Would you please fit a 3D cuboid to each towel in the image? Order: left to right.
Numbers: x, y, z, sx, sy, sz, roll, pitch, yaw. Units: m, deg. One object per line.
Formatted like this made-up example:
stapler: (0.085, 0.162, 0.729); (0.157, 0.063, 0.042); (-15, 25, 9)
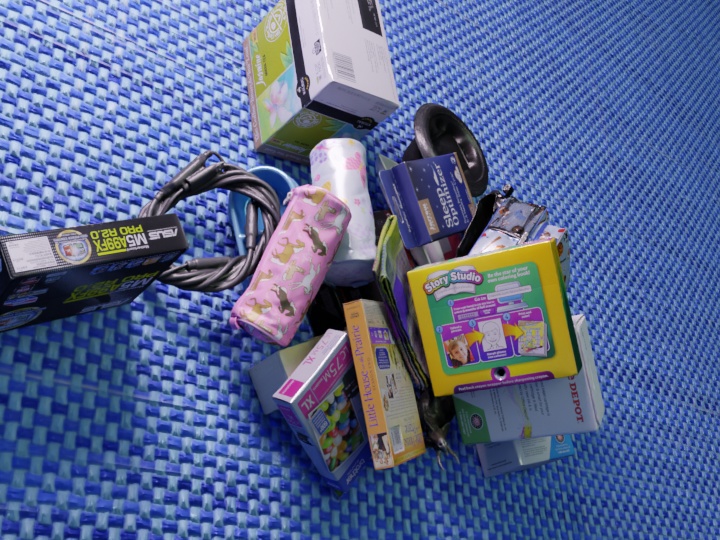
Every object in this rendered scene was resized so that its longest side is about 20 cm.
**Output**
towel: (0.064, 0.042, 1.120); (0.145, 0.022, 0.202); (-74, 148, -54)

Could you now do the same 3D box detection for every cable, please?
cable: (-0.194, -0.049, 1.041); (0.163, 0.051, 0.200); (42, 62, -1)

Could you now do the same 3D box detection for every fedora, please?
fedora: (0.134, -0.190, 1.419); (0.199, 0.091, 0.203); (32, 43, -35)

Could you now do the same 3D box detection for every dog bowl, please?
dog bowl: (-0.119, -0.047, 1.099); (0.109, 0.050, 0.204); (-14, 75, -2)

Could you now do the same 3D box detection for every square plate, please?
square plate: (0.082, -0.081, 1.307); (0.203, 0.028, 0.198); (65, 12, 5)

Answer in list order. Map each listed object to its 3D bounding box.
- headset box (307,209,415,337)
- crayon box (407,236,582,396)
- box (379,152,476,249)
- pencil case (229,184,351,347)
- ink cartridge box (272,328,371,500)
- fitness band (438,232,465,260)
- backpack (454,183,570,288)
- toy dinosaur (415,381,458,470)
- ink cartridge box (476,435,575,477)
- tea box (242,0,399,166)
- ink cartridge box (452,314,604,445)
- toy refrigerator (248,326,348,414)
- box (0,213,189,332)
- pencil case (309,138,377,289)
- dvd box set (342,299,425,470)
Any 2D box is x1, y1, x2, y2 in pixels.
headset box: (0.000, 0.000, 1.208); (0.198, 0.077, 0.151); (-13, 76, -46)
crayon box: (0.176, 0.063, 1.092); (0.058, 0.197, 0.176); (-16, 94, -67)
box: (0.109, -0.107, 1.235); (0.199, 0.032, 0.123); (-20, 90, -53)
pencil case: (-0.086, -0.005, 1.019); (0.085, 0.083, 0.203); (22, 80, 14)
ink cartridge box: (-0.023, 0.188, 1.035); (0.120, 0.041, 0.202); (-49, 131, -31)
fitness band: (0.184, -0.027, 1.393); (0.143, 0.037, 0.203); (6, 63, -59)
backpack: (0.231, 0.010, 1.261); (0.191, 0.153, 0.202); (-45, 136, -25)
toy dinosaur: (0.113, 0.194, 1.221); (0.104, 0.076, 0.200); (67, 27, -19)
ink cartridge box: (0.241, 0.209, 1.305); (0.144, 0.084, 0.203); (3, 65, -40)
tea box: (-0.064, -0.293, 1.223); (0.132, 0.196, 0.204); (10, 60, -39)
ink cartridge box: (0.230, 0.154, 1.161); (0.084, 0.197, 0.148); (-20, 97, -64)
toy refrigerator: (-0.046, 0.122, 1.100); (0.198, 0.076, 0.071); (-13, 76, -45)
box: (-0.303, 0.004, 0.870); (0.198, 0.160, 0.045); (-13, 74, -46)
pencil case: (-0.020, -0.079, 1.121); (0.090, 0.082, 0.204); (25, 50, -52)
dvd box set: (0.033, 0.141, 1.048); (0.146, 0.029, 0.204); (12, 66, -70)
